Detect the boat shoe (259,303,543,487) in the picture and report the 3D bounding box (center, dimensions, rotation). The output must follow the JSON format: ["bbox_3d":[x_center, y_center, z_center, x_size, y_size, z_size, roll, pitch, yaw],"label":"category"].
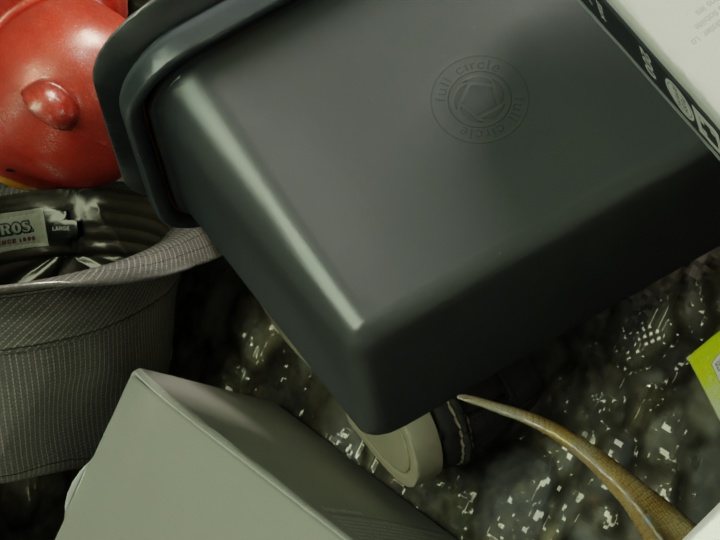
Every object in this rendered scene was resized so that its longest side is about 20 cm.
[{"bbox_3d":[0.000,0.000,1.113,0.063,0.073,0.200,-24,46,-14],"label":"boat shoe"}]

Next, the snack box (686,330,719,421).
[{"bbox_3d":[0.217,0.040,0.887,0.200,0.068,0.169,-41,55,28],"label":"snack box"}]

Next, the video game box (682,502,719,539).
[{"bbox_3d":[0.128,0.179,0.842,0.182,0.047,0.200,-48,71,14],"label":"video game box"}]

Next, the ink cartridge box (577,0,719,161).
[{"bbox_3d":[0.174,-0.106,0.881,0.198,0.043,0.200,-36,54,-1],"label":"ink cartridge box"}]

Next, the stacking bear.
[{"bbox_3d":[-0.145,-0.108,1.209,0.114,0.121,0.200,-48,50,14],"label":"stacking bear"}]

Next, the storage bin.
[{"bbox_3d":[0.034,-0.041,1.000,0.200,0.146,0.134,-28,65,-10],"label":"storage bin"}]

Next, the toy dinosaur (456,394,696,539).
[{"bbox_3d":[0.117,0.107,0.933,0.058,0.101,0.200,-42,60,20],"label":"toy dinosaur"}]

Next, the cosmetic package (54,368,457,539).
[{"bbox_3d":[-0.021,0.128,1.067,0.200,0.090,0.107,38,105,44],"label":"cosmetic package"}]

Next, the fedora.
[{"bbox_3d":[-0.136,0.028,1.143,0.176,0.200,0.091,-3,103,10],"label":"fedora"}]
